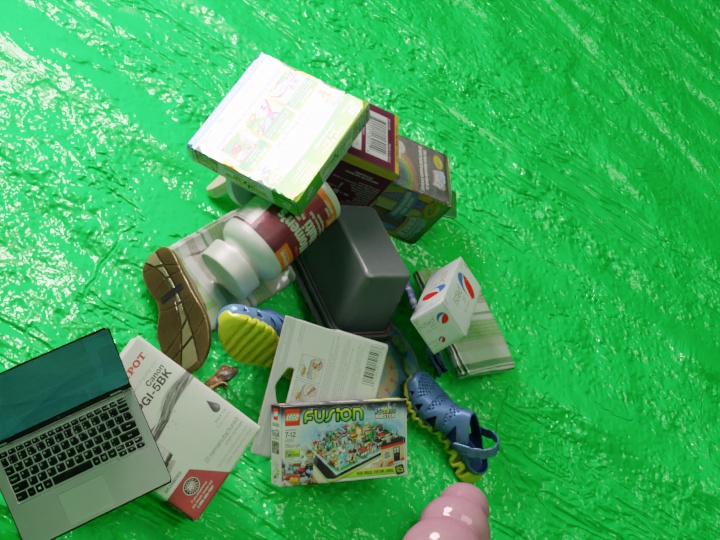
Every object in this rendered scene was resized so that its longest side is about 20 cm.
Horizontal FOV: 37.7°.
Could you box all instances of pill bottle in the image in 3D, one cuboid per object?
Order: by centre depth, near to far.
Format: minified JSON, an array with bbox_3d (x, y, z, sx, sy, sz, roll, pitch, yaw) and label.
[{"bbox_3d":[-0.132,-0.057,1.554,0.110,0.110,0.200,45,72,-1],"label":"pill bottle"}]

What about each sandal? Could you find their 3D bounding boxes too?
[{"bbox_3d":[-0.251,0.056,1.484,0.054,0.080,0.201,42,19,-57],"label":"sandal"},{"bbox_3d":[-0.136,0.091,1.521,0.200,0.079,0.088,35,30,-48],"label":"sandal"},{"bbox_3d":[0.148,0.233,1.636,0.200,0.087,0.080,50,44,-6],"label":"sandal"}]

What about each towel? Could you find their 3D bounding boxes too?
[{"bbox_3d":[-0.202,-0.005,1.599,0.150,0.031,0.200,51,45,6],"label":"towel"},{"bbox_3d":[0.088,0.067,1.707,0.024,0.145,0.201,-23,68,3],"label":"towel"},{"bbox_3d":[0.175,0.087,1.799,0.148,0.031,0.201,-1,60,-47],"label":"towel"}]

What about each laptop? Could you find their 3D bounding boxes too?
[{"bbox_3d":[-0.338,0.197,1.214,0.186,0.116,0.202,-24,90,-15],"label":"laptop"}]

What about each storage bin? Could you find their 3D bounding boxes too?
[{"bbox_3d":[0.000,0.000,1.637,0.144,0.135,0.201,1,46,-32],"label":"storage bin"}]

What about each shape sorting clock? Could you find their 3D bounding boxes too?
[{"bbox_3d":[0.016,0.151,1.643,0.198,0.039,0.202,19,50,-25],"label":"shape sorting clock"}]

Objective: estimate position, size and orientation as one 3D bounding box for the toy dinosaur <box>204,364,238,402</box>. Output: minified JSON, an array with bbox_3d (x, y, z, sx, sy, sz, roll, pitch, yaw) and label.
[{"bbox_3d":[-0.242,0.182,1.431,0.199,0.061,0.106,-12,39,-45],"label":"toy dinosaur"}]

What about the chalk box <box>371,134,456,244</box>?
[{"bbox_3d":[0.079,-0.140,1.840,0.199,0.124,0.125,21,48,-25],"label":"chalk box"}]

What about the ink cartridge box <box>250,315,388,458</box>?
[{"bbox_3d":[-0.062,0.181,1.498,0.172,0.043,0.202,18,80,-25],"label":"ink cartridge box"}]

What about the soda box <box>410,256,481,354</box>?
[{"bbox_3d":[0.138,0.052,1.660,0.068,0.063,0.200,55,23,-10],"label":"soda box"}]

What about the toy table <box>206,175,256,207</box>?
[{"bbox_3d":[-0.148,-0.180,1.656,0.199,0.117,0.185,-35,115,-25],"label":"toy table"}]

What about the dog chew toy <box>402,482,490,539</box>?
[{"bbox_3d":[0.131,0.382,1.513,0.124,0.125,0.200,42,37,-4],"label":"dog chew toy"}]

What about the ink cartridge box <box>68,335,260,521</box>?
[{"bbox_3d":[-0.251,0.200,1.340,0.199,0.083,0.147,37,75,-8],"label":"ink cartridge box"}]

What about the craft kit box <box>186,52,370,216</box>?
[{"bbox_3d":[-0.118,-0.204,1.545,0.196,0.049,0.201,27,67,20],"label":"craft kit box"}]

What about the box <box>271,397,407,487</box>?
[{"bbox_3d":[-0.028,0.238,1.471,0.198,0.035,0.111,0,88,-28],"label":"box"}]

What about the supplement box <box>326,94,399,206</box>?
[{"bbox_3d":[-0.029,-0.166,1.719,0.102,0.200,0.132,19,50,-24],"label":"supplement box"}]
